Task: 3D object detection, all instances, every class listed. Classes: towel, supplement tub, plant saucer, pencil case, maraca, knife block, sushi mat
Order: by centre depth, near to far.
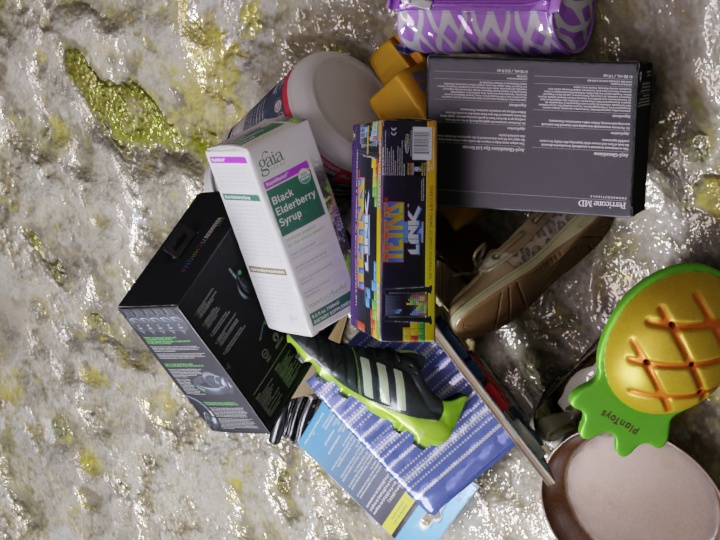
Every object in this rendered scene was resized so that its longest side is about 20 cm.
[{"bbox_3d":[0.278,0.083,1.507,0.137,0.107,0.201,27,105,-17],"label":"maraca"},{"bbox_3d":[0.124,-0.247,1.540,0.199,0.085,0.084,6,75,36],"label":"pencil case"},{"bbox_3d":[0.277,0.234,1.618,0.199,0.034,0.201,14,122,23],"label":"plant saucer"},{"bbox_3d":[0.081,0.042,1.677,0.096,0.012,0.200,37,156,22],"label":"sushi mat"},{"bbox_3d":[-0.062,-0.124,1.707,0.200,0.140,0.141,-38,81,42],"label":"supplement tub"},{"bbox_3d":[0.060,0.143,1.708,0.145,0.024,0.200,-43,90,14],"label":"towel"},{"bbox_3d":[-0.066,0.105,1.834,0.199,0.064,0.177,-25,80,42],"label":"knife block"}]

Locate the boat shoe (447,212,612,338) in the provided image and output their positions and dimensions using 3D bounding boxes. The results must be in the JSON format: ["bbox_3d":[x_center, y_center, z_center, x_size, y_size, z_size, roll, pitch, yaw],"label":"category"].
[{"bbox_3d":[0.153,-0.009,1.551,0.063,0.200,0.073,44,157,25],"label":"boat shoe"}]

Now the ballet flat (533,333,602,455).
[{"bbox_3d":[0.215,0.128,1.619,0.068,0.075,0.200,45,130,16],"label":"ballet flat"}]

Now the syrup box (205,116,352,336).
[{"bbox_3d":[-0.072,-0.044,1.600,0.081,0.079,0.201,7,121,52],"label":"syrup box"}]

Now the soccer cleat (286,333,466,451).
[{"bbox_3d":[0.017,0.105,1.666,0.199,0.068,0.081,34,86,-7],"label":"soccer cleat"}]

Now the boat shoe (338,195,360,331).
[{"bbox_3d":[-0.002,-0.002,1.688,0.072,0.060,0.202,40,149,26],"label":"boat shoe"}]

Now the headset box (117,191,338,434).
[{"bbox_3d":[-0.133,0.037,1.667,0.092,0.175,0.200,-3,134,39],"label":"headset box"}]

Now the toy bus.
[{"bbox_3d":[0.076,-0.144,1.626,0.065,0.078,0.201,-39,82,42],"label":"toy bus"}]

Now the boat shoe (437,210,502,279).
[{"bbox_3d":[0.078,-0.022,1.685,0.200,0.070,0.071,34,153,32],"label":"boat shoe"}]

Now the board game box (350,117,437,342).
[{"bbox_3d":[0.029,-0.040,1.523,0.165,0.056,0.202,-167,77,-79],"label":"board game box"}]

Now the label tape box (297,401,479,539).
[{"bbox_3d":[0.041,0.203,1.805,0.200,0.066,0.144,42,129,14],"label":"label tape box"}]

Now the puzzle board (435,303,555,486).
[{"bbox_3d":[0.124,0.109,1.592,0.017,0.151,0.200,-36,101,6],"label":"puzzle board"}]

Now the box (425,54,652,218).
[{"bbox_3d":[0.164,-0.127,1.507,0.199,0.079,0.142,5,97,19],"label":"box"}]
